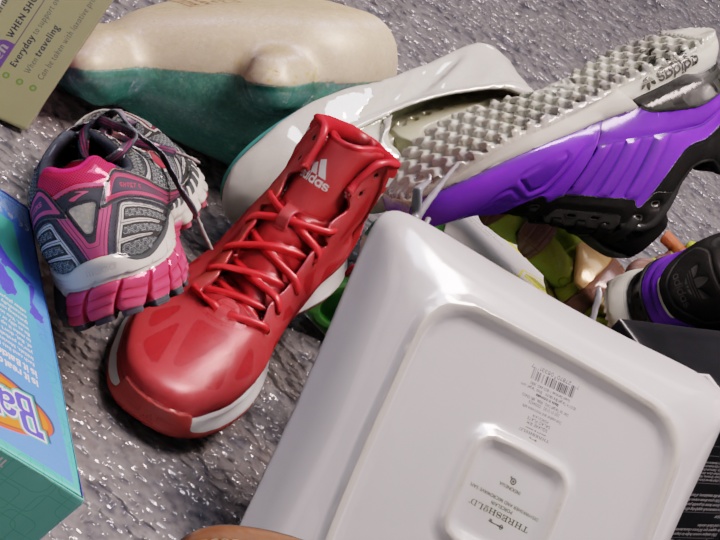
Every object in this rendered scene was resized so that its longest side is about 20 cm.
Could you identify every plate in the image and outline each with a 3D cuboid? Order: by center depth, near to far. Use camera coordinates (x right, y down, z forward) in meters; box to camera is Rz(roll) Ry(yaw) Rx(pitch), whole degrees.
[{"bbox_3d":[0.058,0.102,1.088,0.199,0.200,0.032,28,-13,-19],"label":"plate"}]

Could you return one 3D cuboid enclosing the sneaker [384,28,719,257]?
[{"bbox_3d":[0.112,-0.046,1.272,0.070,0.200,0.100,25,-44,64],"label":"sneaker"}]

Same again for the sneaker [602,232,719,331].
[{"bbox_3d":[0.232,0.011,1.322,0.200,0.099,0.070,-6,71,-42],"label":"sneaker"}]

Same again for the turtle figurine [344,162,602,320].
[{"bbox_3d":[0.039,0.056,1.171,0.150,0.101,0.200,33,53,-12],"label":"turtle figurine"}]

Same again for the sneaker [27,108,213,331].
[{"bbox_3d":[-0.116,-0.043,1.161,0.200,0.081,0.075,-111,-177,-70],"label":"sneaker"}]

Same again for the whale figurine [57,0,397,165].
[{"bbox_3d":[-0.077,-0.098,1.357,0.200,0.104,0.159,-4,15,-28],"label":"whale figurine"}]

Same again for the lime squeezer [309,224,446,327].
[{"bbox_3d":[0.000,0.000,1.296,0.200,0.038,0.071,-19,80,-38],"label":"lime squeezer"}]

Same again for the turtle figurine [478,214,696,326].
[{"bbox_3d":[0.129,0.001,1.362,0.161,0.064,0.200,53,43,-1],"label":"turtle figurine"}]

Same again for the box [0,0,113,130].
[{"bbox_3d":[-0.211,-0.198,1.234,0.200,0.176,0.097,25,28,-25],"label":"box"}]

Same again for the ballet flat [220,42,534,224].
[{"bbox_3d":[0.019,-0.067,1.310,0.200,0.069,0.069,-26,64,-33],"label":"ballet flat"}]

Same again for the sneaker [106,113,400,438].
[{"bbox_3d":[-0.048,-0.012,1.171,0.078,0.116,0.200,30,37,3],"label":"sneaker"}]

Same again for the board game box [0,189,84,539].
[{"bbox_3d":[-0.195,0.008,1.025,0.152,0.045,0.200,37,21,-35],"label":"board game box"}]

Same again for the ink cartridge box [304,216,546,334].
[{"bbox_3d":[0.070,0.036,1.367,0.146,0.048,0.200,43,23,10],"label":"ink cartridge box"}]

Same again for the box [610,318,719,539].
[{"bbox_3d":[0.170,0.105,1.269,0.200,0.141,0.079,8,36,-48],"label":"box"}]

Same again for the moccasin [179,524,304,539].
[{"bbox_3d":[0.000,0.179,1.008,0.201,0.074,0.078,45,16,-8],"label":"moccasin"}]
